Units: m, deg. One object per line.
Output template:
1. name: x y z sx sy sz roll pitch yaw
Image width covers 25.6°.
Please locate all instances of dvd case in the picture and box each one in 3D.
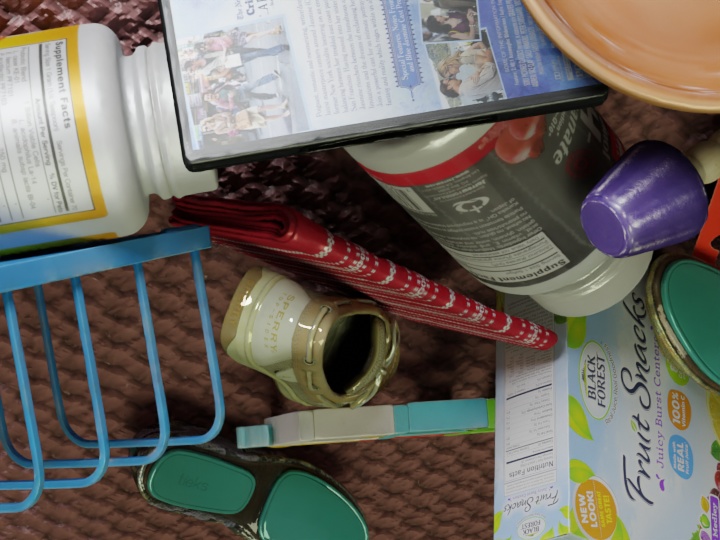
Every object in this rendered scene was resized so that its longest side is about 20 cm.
1. dvd case: 0.005 -0.129 0.747 0.200 0.143 0.018 -9 166 -3

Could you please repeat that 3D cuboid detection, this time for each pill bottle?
1. pill bottle: 0.080 -0.056 0.857 0.111 0.111 0.200 -29 138 19
2. pill bottle: -0.176 -0.063 0.799 0.200 0.109 0.109 -9 140 -3

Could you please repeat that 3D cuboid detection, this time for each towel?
1. towel: 0.000 0.000 0.918 0.200 0.022 0.145 23 174 -34

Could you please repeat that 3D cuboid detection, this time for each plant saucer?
1. plant saucer: 0.158 -0.168 0.722 0.200 0.200 0.037 -10 176 -2

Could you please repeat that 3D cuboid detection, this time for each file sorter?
1. file sorter: -0.183 0.054 0.822 0.139 0.123 0.200 -7 -176 35

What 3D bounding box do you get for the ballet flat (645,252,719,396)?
1. ballet flat: 0.231 0.053 0.982 0.200 0.071 0.071 30 125 -26

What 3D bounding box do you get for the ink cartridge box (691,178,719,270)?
1. ink cartridge box: 0.301 -0.006 0.935 0.200 0.057 0.163 -8 149 -4

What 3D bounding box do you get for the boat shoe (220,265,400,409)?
1. boat shoe: -0.013 0.046 0.932 0.063 0.073 0.201 19 172 23

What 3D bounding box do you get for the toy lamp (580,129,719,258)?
1. toy lamp: 0.196 -0.065 0.830 0.200 0.058 0.058 -29 147 -26

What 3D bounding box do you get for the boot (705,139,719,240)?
1. boot: 0.286 -0.078 0.936 0.155 0.077 0.200 8 144 -16

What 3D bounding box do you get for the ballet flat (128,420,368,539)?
1. ballet flat: -0.079 0.150 1.108 0.200 0.072 0.072 28 126 -35

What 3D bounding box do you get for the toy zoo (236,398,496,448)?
1. toy zoo: 0.017 0.102 1.055 0.200 0.020 0.131 -3 173 -10

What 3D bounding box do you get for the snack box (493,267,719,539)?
1. snack box: 0.162 0.095 0.992 0.169 0.200 0.068 24 145 -34
